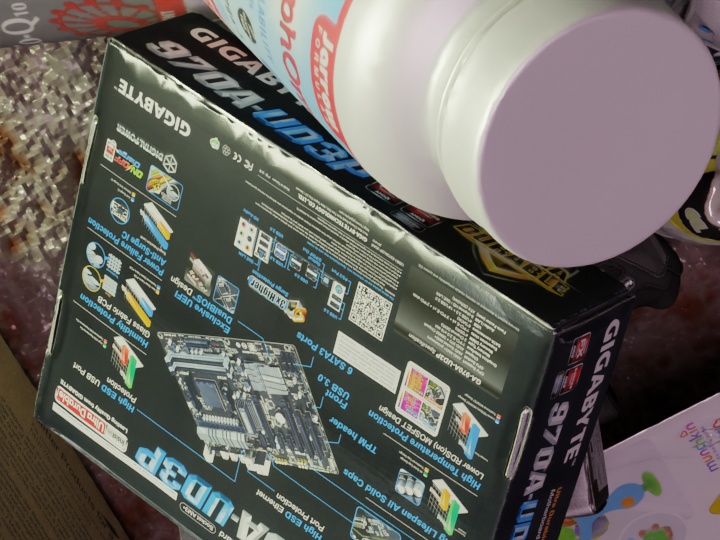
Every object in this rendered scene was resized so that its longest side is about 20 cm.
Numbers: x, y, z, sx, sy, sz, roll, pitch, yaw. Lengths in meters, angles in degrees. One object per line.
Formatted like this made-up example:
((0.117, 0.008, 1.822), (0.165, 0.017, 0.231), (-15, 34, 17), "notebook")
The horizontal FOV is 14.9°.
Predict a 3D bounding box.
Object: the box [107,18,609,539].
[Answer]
((0.000, 0.000, 1.018), (0.157, 0.048, 0.201), (-9, 90, 13), "box")

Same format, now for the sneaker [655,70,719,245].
((0.196, -0.059, 1.019), (0.199, 0.076, 0.076), (-29, 111, -2), "sneaker")

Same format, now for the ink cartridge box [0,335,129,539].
((-0.156, 0.113, 1.054), (0.075, 0.165, 0.201), (-25, 111, 13), "ink cartridge box")

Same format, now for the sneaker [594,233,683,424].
((0.053, 0.048, 1.080), (0.090, 0.067, 0.200), (35, 107, -12), "sneaker")

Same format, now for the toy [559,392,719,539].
((0.090, 0.106, 1.110), (0.199, 0.047, 0.115), (-24, 131, 13), "toy")

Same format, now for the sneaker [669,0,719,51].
((0.146, -0.087, 0.876), (0.086, 0.075, 0.200), (-22, 129, 32), "sneaker")

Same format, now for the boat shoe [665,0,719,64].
((0.060, -0.029, 0.947), (0.199, 0.071, 0.091), (-23, 88, 19), "boat shoe")

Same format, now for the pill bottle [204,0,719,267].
((0.025, -0.084, 0.854), (0.108, 0.200, 0.109), (-14, 124, -21), "pill bottle")

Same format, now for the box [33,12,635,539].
((-0.016, 0.029, 0.920), (0.200, 0.046, 0.160), (33, 126, 28), "box")

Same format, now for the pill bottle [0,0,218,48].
((-0.150, -0.134, 0.971), (0.199, 0.116, 0.117), (-6, 114, 3), "pill bottle")
